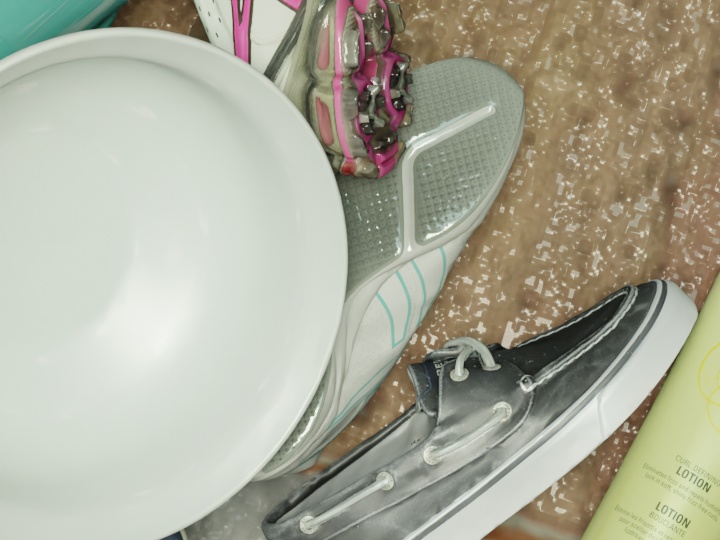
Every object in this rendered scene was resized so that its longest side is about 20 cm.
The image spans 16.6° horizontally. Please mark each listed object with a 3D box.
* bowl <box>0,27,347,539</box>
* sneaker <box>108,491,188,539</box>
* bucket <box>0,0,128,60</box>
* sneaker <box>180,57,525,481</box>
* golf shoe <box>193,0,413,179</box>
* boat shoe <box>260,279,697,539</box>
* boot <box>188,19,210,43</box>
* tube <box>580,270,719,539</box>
[{"bbox_3d":[-0.111,-0.001,0.925,0.200,0.090,0.203,-10,111,-29],"label":"bowl"},{"bbox_3d":[-0.127,0.175,0.930,0.075,0.084,0.201,35,85,-15],"label":"sneaker"},{"bbox_3d":[-0.175,-0.156,0.967,0.134,0.207,0.208,-34,86,-2],"label":"bucket"},{"bbox_3d":[0.000,0.000,1.012,0.070,0.080,0.201,36,90,18],"label":"sneaker"},{"bbox_3d":[-0.035,-0.133,0.942,0.091,0.073,0.202,3,105,24],"label":"golf shoe"},{"bbox_3d":[0.047,0.060,1.010,0.200,0.072,0.068,-39,100,4],"label":"boat shoe"},{"bbox_3d":[-0.080,-0.037,1.014,0.200,0.074,0.076,-38,75,-5],"label":"boot"},{"bbox_3d":[0.155,0.053,1.026,0.058,0.052,0.201,39,79,-38],"label":"tube"}]
